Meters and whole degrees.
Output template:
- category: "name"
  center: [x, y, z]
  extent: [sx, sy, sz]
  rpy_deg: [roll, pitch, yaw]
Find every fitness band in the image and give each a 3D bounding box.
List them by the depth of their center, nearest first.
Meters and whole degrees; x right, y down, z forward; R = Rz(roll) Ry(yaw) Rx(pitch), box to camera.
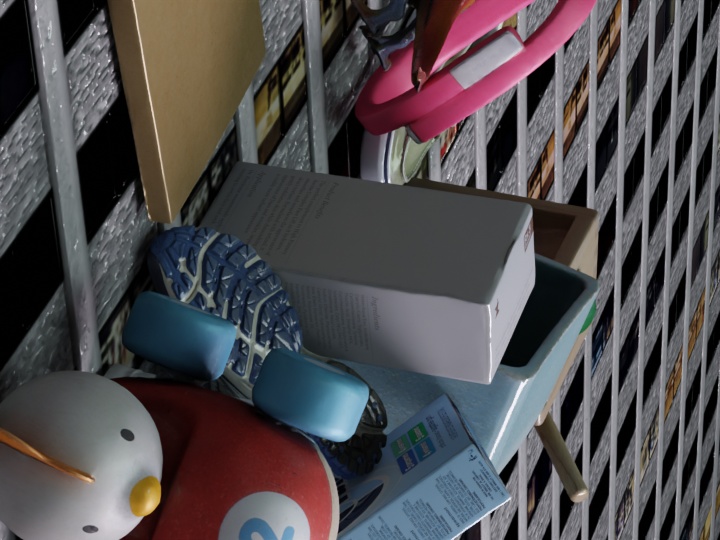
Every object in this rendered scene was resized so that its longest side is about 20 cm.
- category: "fitness band"
  center: [0.082, -0.157, 1.892]
  extent: [0.037, 0.200, 0.144]
  rpy_deg: [50, 27, -17]

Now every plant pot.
- category: "plant pot"
  center: [0.024, 0.087, 1.852]
  extent: [0.196, 0.196, 0.201]
  rpy_deg: [-45, 155, -62]

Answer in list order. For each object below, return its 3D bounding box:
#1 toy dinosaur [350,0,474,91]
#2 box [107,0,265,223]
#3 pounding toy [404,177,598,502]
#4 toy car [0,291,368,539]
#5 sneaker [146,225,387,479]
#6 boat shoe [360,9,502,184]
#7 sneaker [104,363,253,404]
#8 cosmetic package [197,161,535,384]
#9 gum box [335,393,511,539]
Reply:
- category: "toy dinosaur"
  center: [0.081, -0.211, 1.903]
  extent: [0.181, 0.200, 0.105]
  rpy_deg: [-32, 140, -3]
- category: "box"
  center: [-0.100, -0.153, 1.559]
  extent: [0.200, 0.021, 0.164]
  rpy_deg: [84, 23, -44]
- category: "pounding toy"
  center: [0.101, 0.049, 2.044]
  extent: [0.184, 0.199, 0.143]
  rpy_deg: [-57, 153, -52]
- category: "toy car"
  center: [-0.123, 0.110, 1.420]
  extent: [0.200, 0.176, 0.185]
  rpy_deg: [19, 94, -61]
- category: "sneaker"
  center: [-0.074, 0.059, 1.637]
  extent: [0.200, 0.085, 0.077]
  rpy_deg: [52, 46, -24]
- category: "boat shoe"
  center: [0.053, -0.137, 2.012]
  extent: [0.072, 0.062, 0.200]
  rpy_deg: [77, 29, -54]
- category: "sneaker"
  center: [-0.096, 0.153, 1.597]
  extent: [0.074, 0.115, 0.201]
  rpy_deg: [-62, 158, -50]
- category: "cosmetic package"
  center: [0.000, 0.000, 1.673]
  extent: [0.102, 0.199, 0.074]
  rpy_deg: [-62, 156, -44]
- category: "gum box"
  center: [-0.009, 0.163, 1.651]
  extent: [0.045, 0.200, 0.170]
  rpy_deg: [55, 1, -8]
